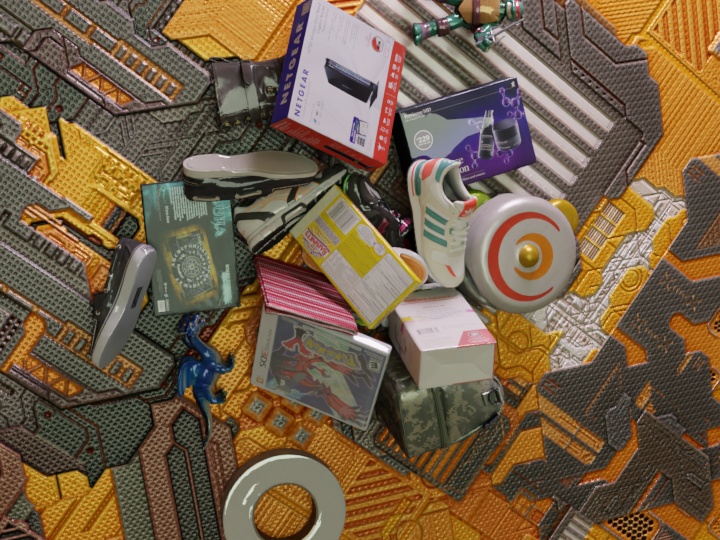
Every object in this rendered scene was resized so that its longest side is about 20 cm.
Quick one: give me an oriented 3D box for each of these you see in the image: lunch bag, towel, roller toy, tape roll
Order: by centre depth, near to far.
[{"bbox_3d":[-0.086,0.035,1.525,0.144,0.200,0.023,17,108,-17],"label":"towel"},{"bbox_3d":[0.113,0.181,1.589,0.167,0.200,0.140,-18,109,-11],"label":"lunch bag"},{"bbox_3d":[0.240,-0.028,1.619,0.198,0.140,0.184,4,95,-19],"label":"roller toy"},{"bbox_3d":[-0.123,0.386,1.643,0.201,0.037,0.205,-2,98,-13],"label":"tape roll"}]

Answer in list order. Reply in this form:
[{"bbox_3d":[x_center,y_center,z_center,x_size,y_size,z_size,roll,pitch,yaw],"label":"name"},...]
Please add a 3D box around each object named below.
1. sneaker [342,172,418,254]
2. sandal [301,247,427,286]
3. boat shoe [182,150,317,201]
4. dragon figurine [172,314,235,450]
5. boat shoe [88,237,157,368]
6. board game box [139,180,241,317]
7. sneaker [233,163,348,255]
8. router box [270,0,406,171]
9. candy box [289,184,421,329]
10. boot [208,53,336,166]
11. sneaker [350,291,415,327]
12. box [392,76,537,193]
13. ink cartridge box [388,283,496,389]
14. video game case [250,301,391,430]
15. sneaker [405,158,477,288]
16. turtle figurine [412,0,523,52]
[{"bbox_3d":[0.048,-0.073,1.582,0.200,0.084,0.077,52,46,-11],"label":"sneaker"},{"bbox_3d":[0.001,0.006,1.565,0.205,0.059,0.080,7,133,19],"label":"sandal"},{"bbox_3d":[-0.162,-0.134,1.519,0.198,0.074,0.061,-5,124,-15],"label":"boat shoe"},{"bbox_3d":[-0.251,0.165,1.570,0.099,0.059,0.202,13,97,-14],"label":"dragon figurine"},{"bbox_3d":[-0.367,0.044,1.526,0.066,0.070,0.201,27,106,15],"label":"boat shoe"},{"bbox_3d":[-0.256,-0.036,1.559,0.134,0.028,0.202,-6,98,-13],"label":"board game box"},{"bbox_3d":[-0.105,-0.111,1.564,0.199,0.074,0.080,-35,73,-19],"label":"sneaker"},{"bbox_3d":[-0.029,-0.271,1.513,0.179,0.049,0.202,21,70,-33],"label":"router box"},{"bbox_3d":[-0.009,-0.021,1.517,0.102,0.026,0.200,-45,70,13],"label":"candy box"},{"bbox_3d":[-0.132,-0.238,1.550,0.173,0.069,0.202,-16,94,-8],"label":"boot"},{"bbox_3d":[0.070,0.048,1.630,0.198,0.074,0.082,0,93,-16],"label":"sneaker"},{"bbox_3d":[0.159,-0.208,1.614,0.199,0.079,0.142,-19,99,-11],"label":"box"},{"bbox_3d":[0.112,0.092,1.535,0.116,0.200,0.068,-6,117,-13],"label":"ink cartridge box"},{"bbox_3d":[-0.064,0.143,1.543,0.199,0.023,0.183,21,133,7],"label":"video game case"},{"bbox_3d":[0.132,-0.070,1.529,0.070,0.093,0.201,-19,100,-41],"label":"sneaker"},{"bbox_3d":[0.179,-0.402,1.582,0.198,0.101,0.151,-3,84,2],"label":"turtle figurine"}]
